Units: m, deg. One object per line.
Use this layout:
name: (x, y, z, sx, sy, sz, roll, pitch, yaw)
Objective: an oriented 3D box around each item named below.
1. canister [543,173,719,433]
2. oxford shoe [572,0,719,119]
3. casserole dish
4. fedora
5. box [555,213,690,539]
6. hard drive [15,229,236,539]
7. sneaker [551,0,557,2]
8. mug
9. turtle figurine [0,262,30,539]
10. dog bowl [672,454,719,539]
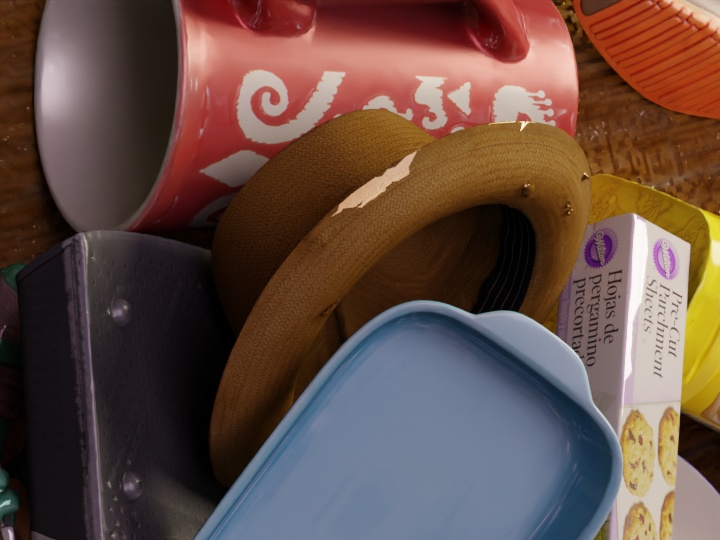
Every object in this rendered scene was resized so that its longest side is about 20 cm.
canister: (0.187, 0.042, 1.308, 0.200, 0.149, 0.087, 27, 90, -25)
oxford shoe: (0.181, -0.111, 1.372, 0.200, 0.071, 0.073, 25, 63, -32)
casserole dish: (0.009, 0.098, 1.089, 0.121, 0.039, 0.200, 36, 99, -11)
fedora: (0.000, 0.000, 1.142, 0.200, 0.201, 0.082, -25, 59, -28)
box: (0.100, 0.077, 1.171, 0.041, 0.039, 0.200, 28, 59, -40)
hard drive: (-0.075, 0.058, 1.149, 0.200, 0.042, 0.135, 17, 66, -68)
sneaker: (0.030, -0.186, 1.291, 0.200, 0.071, 0.098, 34, 68, -22)
mug: (-0.008, -0.076, 1.207, 0.200, 0.177, 0.134, 2, 85, -32)
turtle figurine: (-0.143, 0.107, 1.145, 0.150, 0.101, 0.200, 67, 33, -57)
dog bowl: (0.079, 0.165, 1.274, 0.200, 0.079, 0.200, 3, 83, -28)
